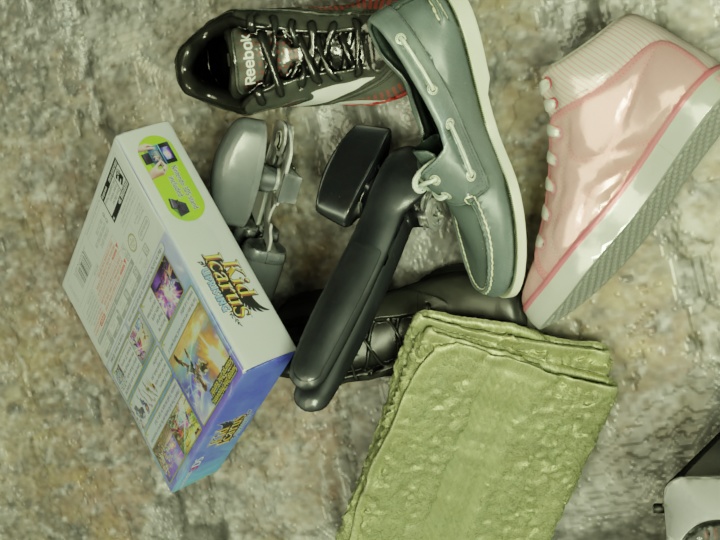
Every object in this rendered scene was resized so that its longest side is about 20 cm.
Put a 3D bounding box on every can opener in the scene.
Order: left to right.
[{"bbox_3d":[-0.088,-0.014,1.065,0.066,0.053,0.202,9,117,-20],"label":"can opener"},{"bbox_3d":[0.000,0.000,0.983,0.078,0.064,0.202,9,63,21],"label":"can opener"}]

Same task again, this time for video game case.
[{"bbox_3d":[-0.130,0.030,1.052,0.182,0.045,0.200,60,148,17],"label":"video game case"}]

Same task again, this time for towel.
[{"bbox_3d":[0.075,0.123,1.013,0.147,0.037,0.202,14,113,-10],"label":"towel"}]

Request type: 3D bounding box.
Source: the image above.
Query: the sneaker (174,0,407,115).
[{"bbox_3d":[-0.036,-0.139,1.005,0.198,0.098,0.072,-2,99,25],"label":"sneaker"}]

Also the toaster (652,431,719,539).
[{"bbox_3d":[0.251,0.192,0.900,0.117,0.200,0.183,-3,93,23],"label":"toaster"}]

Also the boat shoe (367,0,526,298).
[{"bbox_3d":[0.052,-0.073,0.953,0.073,0.061,0.202,20,127,66],"label":"boat shoe"}]

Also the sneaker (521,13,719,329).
[{"bbox_3d":[0.141,-0.066,0.953,0.105,0.075,0.201,42,117,19],"label":"sneaker"}]

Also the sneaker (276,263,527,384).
[{"bbox_3d":[0.015,0.046,1.027,0.198,0.091,0.077,-12,95,26],"label":"sneaker"}]
